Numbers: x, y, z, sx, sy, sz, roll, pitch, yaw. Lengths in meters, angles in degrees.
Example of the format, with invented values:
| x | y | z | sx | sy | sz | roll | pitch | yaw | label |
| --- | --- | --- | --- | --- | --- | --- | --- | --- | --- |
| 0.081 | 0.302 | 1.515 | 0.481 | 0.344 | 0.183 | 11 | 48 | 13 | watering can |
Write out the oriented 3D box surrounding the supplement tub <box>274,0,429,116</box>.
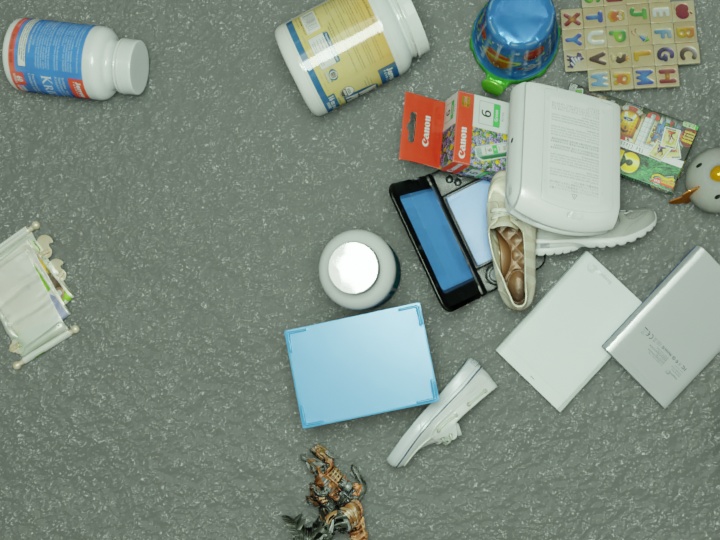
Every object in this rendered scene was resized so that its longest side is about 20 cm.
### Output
| x | y | z | sx | sy | sz | roll | pitch | yaw | label |
| --- | --- | --- | --- | --- | --- | --- | --- | --- | --- |
| -0.012 | -0.334 | 1.334 | 0.198 | 0.145 | 0.146 | -26 | 86 | 5 | supplement tub |

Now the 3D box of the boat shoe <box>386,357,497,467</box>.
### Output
| x | y | z | sx | sy | sz | roll | pitch | yaw | label |
| --- | --- | --- | --- | --- | --- | --- | --- | --- | --- |
| 0.122 | 0.224 | 1.335 | 0.067 | 0.074 | 0.201 | 41 | 91 | 8 | boat shoe |

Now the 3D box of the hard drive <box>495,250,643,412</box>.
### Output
| x | y | z | sx | sy | sz | roll | pitch | yaw | label |
| --- | --- | --- | --- | --- | --- | --- | --- | --- | --- |
| 0.316 | 0.090 | 1.345 | 0.132 | 0.026 | 0.200 | 43 | 93 | 6 | hard drive |

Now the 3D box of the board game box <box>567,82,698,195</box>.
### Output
| x | y | z | sx | sy | sz | roll | pitch | yaw | label |
| --- | --- | --- | --- | --- | --- | --- | --- | --- | --- |
| 0.382 | -0.195 | 1.332 | 0.198 | 0.023 | 0.106 | 23 | 91 | 18 | board game box |

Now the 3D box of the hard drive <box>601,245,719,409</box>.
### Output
| x | y | z | sx | sy | sz | roll | pitch | yaw | label |
| --- | --- | --- | --- | --- | --- | --- | --- | --- | --- |
| 0.466 | 0.083 | 1.317 | 0.132 | 0.025 | 0.200 | 43 | 92 | -9 | hard drive |

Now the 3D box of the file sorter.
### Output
| x | y | z | sx | sy | sz | roll | pitch | yaw | label |
| --- | --- | --- | --- | --- | --- | --- | --- | --- | --- |
| 0.007 | 0.135 | 1.326 | 0.197 | 0.123 | 0.141 | -12 | 87 | 6 | file sorter |

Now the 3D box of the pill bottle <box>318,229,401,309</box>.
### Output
| x | y | z | sx | sy | sz | roll | pitch | yaw | label |
| --- | --- | --- | --- | --- | --- | --- | --- | --- | --- |
| 0.000 | 0.000 | 1.293 | 0.109 | 0.200 | 0.113 | 0 | 87 | 5 | pill bottle |

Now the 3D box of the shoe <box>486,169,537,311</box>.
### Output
| x | y | z | sx | sy | sz | roll | pitch | yaw | label |
| --- | --- | --- | --- | --- | --- | --- | --- | --- | --- |
| 0.216 | -0.042 | 1.278 | 0.069 | 0.053 | 0.203 | -8 | 91 | 18 | shoe |

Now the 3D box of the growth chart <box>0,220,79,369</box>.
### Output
| x | y | z | sx | sy | sz | roll | pitch | yaw | label |
| --- | --- | --- | --- | --- | --- | --- | --- | --- | --- |
| -0.525 | 0.036 | 1.437 | 0.143 | 0.018 | 0.202 | -25 | 86 | 4 | growth chart |

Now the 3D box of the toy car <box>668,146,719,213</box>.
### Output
| x | y | z | sx | sy | sz | roll | pitch | yaw | label |
| --- | --- | --- | --- | --- | --- | --- | --- | --- | --- |
| 0.527 | -0.144 | 1.271 | 0.199 | 0.177 | 0.186 | -33 | 74 | 16 | toy car |

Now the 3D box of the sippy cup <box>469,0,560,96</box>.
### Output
| x | y | z | sx | sy | sz | roll | pitch | yaw | label |
| --- | --- | --- | --- | --- | --- | --- | --- | --- | --- |
| 0.229 | -0.355 | 1.318 | 0.137 | 0.130 | 0.181 | -12 | 86 | 5 | sippy cup |

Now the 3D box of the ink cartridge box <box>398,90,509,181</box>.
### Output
| x | y | z | sx | sy | sz | roll | pitch | yaw | label |
| --- | --- | --- | --- | --- | --- | --- | --- | --- | --- |
| 0.159 | -0.197 | 1.315 | 0.197 | 0.050 | 0.111 | 10 | 78 | -19 | ink cartridge box |

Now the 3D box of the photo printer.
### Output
| x | y | z | sx | sy | sz | roll | pitch | yaw | label |
| --- | --- | --- | --- | --- | --- | --- | --- | --- | --- |
| 0.282 | -0.149 | 1.260 | 0.164 | 0.069 | 0.203 | 10 | 72 | -14 | photo printer |

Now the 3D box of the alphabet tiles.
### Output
| x | y | z | sx | sy | sz | roll | pitch | yaw | label |
| --- | --- | --- | --- | --- | --- | --- | --- | --- | --- |
| 0.401 | -0.349 | 1.348 | 0.197 | 0.006 | 0.169 | -2 | 77 | 5 | alphabet tiles |

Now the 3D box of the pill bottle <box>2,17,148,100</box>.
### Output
| x | y | z | sx | sy | sz | roll | pitch | yaw | label |
| --- | --- | --- | --- | --- | --- | --- | --- | --- | --- |
| -0.434 | -0.323 | 1.393 | 0.197 | 0.112 | 0.114 | 7 | 89 | 7 | pill bottle |

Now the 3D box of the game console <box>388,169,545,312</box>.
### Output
| x | y | z | sx | sy | sz | roll | pitch | yaw | label |
| --- | --- | --- | --- | --- | --- | --- | --- | --- | --- |
| 0.159 | -0.065 | 1.321 | 0.174 | 0.116 | 0.202 | -25 | 86 | 4 | game console |

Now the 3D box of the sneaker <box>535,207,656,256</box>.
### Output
| x | y | z | sx | sy | sz | roll | pitch | yaw | label |
| --- | --- | --- | --- | --- | --- | --- | --- | --- | --- |
| 0.334 | -0.074 | 1.311 | 0.197 | 0.075 | 0.083 | -10 | 96 | -6 | sneaker |

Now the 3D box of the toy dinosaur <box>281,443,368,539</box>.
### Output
| x | y | z | sx | sy | sz | roll | pitch | yaw | label |
| --- | --- | --- | --- | --- | --- | --- | --- | --- | --- |
| -0.041 | 0.365 | 1.342 | 0.134 | 0.103 | 0.201 | -27 | 63 | -12 | toy dinosaur |
